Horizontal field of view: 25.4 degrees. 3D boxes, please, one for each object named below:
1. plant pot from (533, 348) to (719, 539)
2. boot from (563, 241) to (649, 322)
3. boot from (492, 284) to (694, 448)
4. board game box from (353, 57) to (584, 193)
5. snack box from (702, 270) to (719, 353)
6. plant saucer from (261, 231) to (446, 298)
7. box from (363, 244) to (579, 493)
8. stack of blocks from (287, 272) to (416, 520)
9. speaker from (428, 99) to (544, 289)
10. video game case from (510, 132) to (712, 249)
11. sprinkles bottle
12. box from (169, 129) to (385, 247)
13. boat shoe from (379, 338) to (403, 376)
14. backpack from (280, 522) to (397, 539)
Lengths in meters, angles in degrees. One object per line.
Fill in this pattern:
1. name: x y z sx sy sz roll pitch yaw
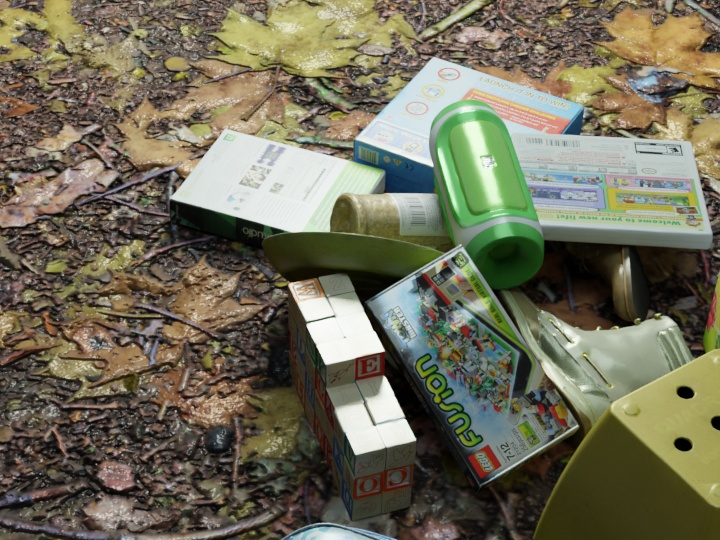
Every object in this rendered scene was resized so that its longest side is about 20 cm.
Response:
1. plant pot: 0.286 0.189 1.329 0.199 0.177 0.200 -23 47 -26
2. boot: 0.254 -0.010 1.657 0.075 0.074 0.201 -15 36 11
3. boot: 0.223 0.071 1.545 0.154 0.072 0.200 -17 49 -21
4. board game box: 0.123 -0.145 1.805 0.199 0.056 0.196 21 44 21
5. snack box: 0.373 0.082 1.483 0.052 0.143 0.201 -1 41 -3
6. plant saucer: 0.000 0.000 1.561 0.198 0.200 0.031 6 79 4
7. box: 0.100 0.089 1.458 0.110 0.035 0.201 -30 77 -11
8. stack of blocks: -0.011 0.112 1.454 0.058 0.116 0.201 -11 43 -15
9. speaker: 0.123 -0.078 1.584 0.088 0.089 0.201 -5 47 -8
10. video game case: 0.257 -0.085 1.669 0.198 0.022 0.183 3 36 1
11. sprinkles bottle: 0.069 -0.047 1.640 0.199 0.069 0.068 -1 38 -28
12. box: -0.089 -0.081 1.739 0.198 0.037 0.145 15 42 16
13. boat shoe: 0.094 0.094 1.516 0.071 0.066 0.201 -27 49 -33
14. backpack: -0.010 0.285 1.223 0.182 0.148 0.200 19 35 18
